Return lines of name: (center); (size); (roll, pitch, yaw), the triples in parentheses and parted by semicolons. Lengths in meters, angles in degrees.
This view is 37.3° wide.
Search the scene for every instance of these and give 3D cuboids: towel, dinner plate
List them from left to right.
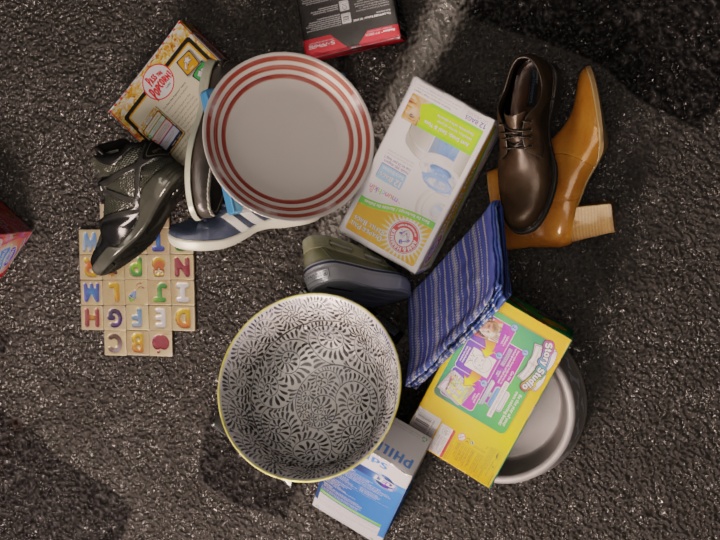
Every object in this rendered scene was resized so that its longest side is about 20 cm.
dinner plate: (-0.082, -0.151, 1.216); (0.197, 0.024, 0.203); (3, 76, -14)
towel: (0.105, 0.027, 1.216); (0.024, 0.146, 0.200); (21, 135, -20)

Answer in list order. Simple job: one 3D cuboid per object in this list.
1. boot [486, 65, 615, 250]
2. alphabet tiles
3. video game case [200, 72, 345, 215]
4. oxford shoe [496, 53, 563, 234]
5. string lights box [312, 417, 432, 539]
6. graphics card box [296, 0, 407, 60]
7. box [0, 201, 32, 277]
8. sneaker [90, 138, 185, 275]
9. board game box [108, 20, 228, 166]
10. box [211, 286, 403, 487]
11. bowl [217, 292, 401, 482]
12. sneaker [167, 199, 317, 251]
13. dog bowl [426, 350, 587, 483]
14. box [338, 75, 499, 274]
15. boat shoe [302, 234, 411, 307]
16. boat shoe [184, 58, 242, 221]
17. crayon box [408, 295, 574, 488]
boot: (0.217, -0.128, 1.244); (0.142, 0.071, 0.204); (-5, 92, 18)
alphabet tiles: (-0.296, 0.012, 1.410); (0.164, 0.006, 0.203); (0, 95, 13)
video game case: (-0.085, -0.153, 1.266); (0.018, 0.198, 0.145); (-12, 92, 55)
oxford shoe: (0.177, -0.143, 1.194); (0.072, 0.084, 0.203); (-1, 84, 31)
string lights box: (0.010, 0.242, 1.267); (0.102, 0.059, 0.201); (29, 144, 9)
graphics card box: (-0.021, -0.365, 1.291); (0.124, 0.051, 0.203); (-10, 93, 14)
box: (-0.553, -0.075, 1.419); (0.199, 0.095, 0.103); (40, 102, 8)
sneaker: (-0.302, -0.088, 1.352); (0.114, 0.076, 0.200); (45, 123, 11)
board game box: (-0.198, -0.189, 1.349); (0.200, 0.046, 0.152); (45, 103, 6)
box: (-0.060, 0.130, 1.290); (0.124, 0.148, 0.201); (36, 100, 7)
bowl: (-0.045, 0.134, 1.149); (0.198, 0.094, 0.204); (-4, 69, 11)
sneaker: (-0.143, -0.087, 1.296); (0.198, 0.075, 0.086); (-18, 119, -16)
dog bowl: (0.172, 0.162, 1.284); (0.197, 0.059, 0.203); (1, 96, 14)
box: (0.073, -0.110, 1.262); (0.112, 0.101, 0.202); (30, 101, 10)
boat shoe: (0.000, 0.000, 1.246); (0.071, 0.199, 0.063); (-18, 73, 25)
boat shoe: (-0.163, -0.156, 1.259); (0.060, 0.072, 0.204); (2, 73, 11)
crayon box: (0.147, 0.131, 1.227); (0.118, 0.058, 0.202); (29, 101, 9)
